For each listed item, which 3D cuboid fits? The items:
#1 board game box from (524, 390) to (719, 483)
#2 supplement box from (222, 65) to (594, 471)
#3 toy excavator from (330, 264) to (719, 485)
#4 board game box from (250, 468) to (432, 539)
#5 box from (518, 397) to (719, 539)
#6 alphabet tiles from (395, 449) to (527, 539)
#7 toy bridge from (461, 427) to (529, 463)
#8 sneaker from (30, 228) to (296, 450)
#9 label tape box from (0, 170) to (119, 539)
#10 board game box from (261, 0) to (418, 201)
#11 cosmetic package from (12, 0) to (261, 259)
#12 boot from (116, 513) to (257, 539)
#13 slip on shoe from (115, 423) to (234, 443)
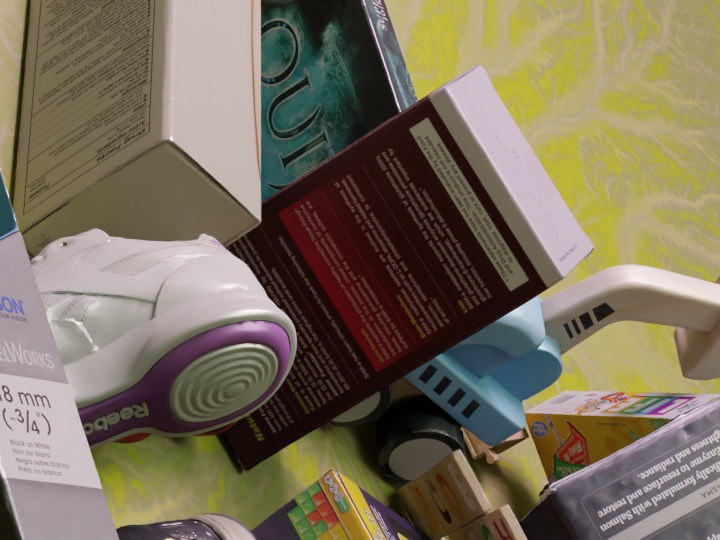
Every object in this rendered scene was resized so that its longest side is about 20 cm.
[{"bbox_3d":[0.173,0.134,1.556,0.034,0.200,0.135,-25,99,-25],"label":"board game box"},{"bbox_3d":[0.000,0.000,1.377,0.109,0.199,0.061,58,24,-2],"label":"supplement box"},{"bbox_3d":[0.088,0.029,1.509,0.194,0.199,0.100,39,31,-36],"label":"toy excavator"},{"bbox_3d":[0.043,0.207,1.317,0.165,0.057,0.201,40,16,-55],"label":"board game box"},{"bbox_3d":[0.163,0.196,1.436,0.201,0.117,0.197,61,-19,11],"label":"box"},{"bbox_3d":[0.075,0.172,1.416,0.168,0.008,0.200,62,-12,5],"label":"alphabet tiles"},{"bbox_3d":[0.035,0.019,1.626,0.067,0.027,0.201,-2,64,-62],"label":"toy bridge"},{"bbox_3d":[-0.131,0.036,1.169,0.100,0.199,0.075,-121,-155,-45],"label":"sneaker"},{"bbox_3d":[-0.176,0.067,1.046,0.063,0.144,0.201,13,51,-54],"label":"label tape box"},{"bbox_3d":[-0.030,-0.067,1.473,0.028,0.135,0.201,21,44,-52],"label":"board game box"},{"bbox_3d":[-0.107,-0.087,1.391,0.073,0.103,0.201,41,31,-35],"label":"cosmetic package"},{"bbox_3d":[-0.080,0.180,1.154,0.153,0.074,0.204,13,38,-45],"label":"boot"},{"bbox_3d":[-0.109,0.045,1.285,0.200,0.074,0.062,10,56,-64],"label":"slip on shoe"}]
